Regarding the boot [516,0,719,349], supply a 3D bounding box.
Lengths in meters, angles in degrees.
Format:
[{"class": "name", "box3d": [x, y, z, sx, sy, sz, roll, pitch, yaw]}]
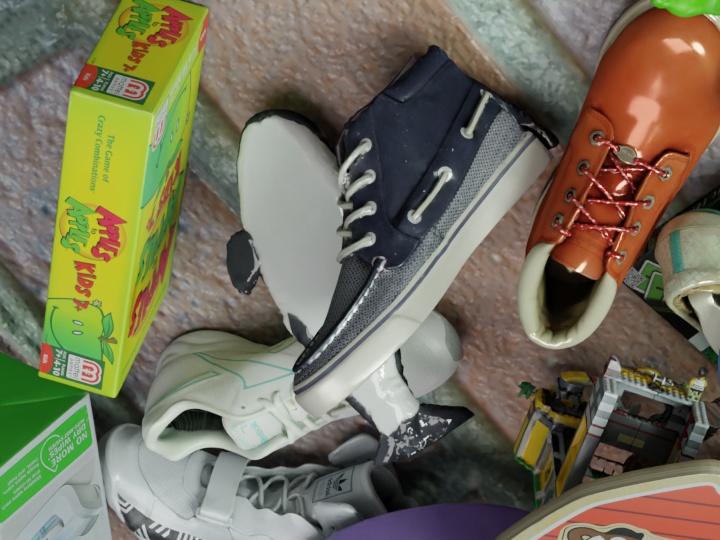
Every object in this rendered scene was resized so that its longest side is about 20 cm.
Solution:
[{"class": "boot", "box3d": [0.134, -0.048, 1.447, 0.075, 0.107, 0.200, 24, 129, 3]}]

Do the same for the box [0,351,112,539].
[{"class": "box", "box3d": [-0.250, 0.127, 1.684, 0.200, 0.097, 0.177, 23, 135, 29]}]

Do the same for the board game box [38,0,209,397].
[{"class": "board game box", "box3d": [-0.129, -0.041, 1.543, 0.047, 0.102, 0.200, 15, 130, 5]}]

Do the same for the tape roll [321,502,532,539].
[{"class": "tape roll", "box3d": [0.046, 0.225, 1.657, 0.199, 0.085, 0.200, -5, 141, -4]}]

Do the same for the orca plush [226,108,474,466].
[{"class": "orca plush", "box3d": [0.000, 0.000, 1.553, 0.105, 0.071, 0.200, -38, 89, 26]}]

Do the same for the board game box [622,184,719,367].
[{"class": "board game box", "box3d": [0.238, -0.019, 1.489, 0.105, 0.023, 0.200, 39, 129, -16]}]

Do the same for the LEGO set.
[{"class": "LEGO set", "box3d": [0.180, 0.095, 1.520, 0.199, 0.154, 0.116, 22, 113, 2]}]

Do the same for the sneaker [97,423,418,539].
[{"class": "sneaker", "box3d": [-0.052, 0.131, 1.674, 0.200, 0.075, 0.115, 33, 130, -15]}]

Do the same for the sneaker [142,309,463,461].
[{"class": "sneaker", "box3d": [-0.035, 0.070, 1.615, 0.200, 0.080, 0.071, -13, 120, 25]}]

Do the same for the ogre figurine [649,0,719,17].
[{"class": "ogre figurine", "box3d": [0.218, -0.131, 1.356, 0.120, 0.098, 0.200, -28, 97, 38]}]

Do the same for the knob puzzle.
[{"class": "knob puzzle", "box3d": [0.164, 0.166, 1.462, 0.219, 0.031, 0.220, 5, 141, 4]}]

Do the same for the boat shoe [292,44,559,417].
[{"class": "boat shoe", "box3d": [0.008, -0.024, 1.465, 0.093, 0.200, 0.075, 43, 157, -8]}]

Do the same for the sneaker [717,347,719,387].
[{"class": "sneaker", "box3d": [0.263, 0.014, 1.392, 0.200, 0.088, 0.075, -40, 127, 11]}]

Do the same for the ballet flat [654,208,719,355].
[{"class": "ballet flat", "box3d": [0.218, 0.045, 1.485, 0.067, 0.062, 0.200, -31, 125, 33]}]
